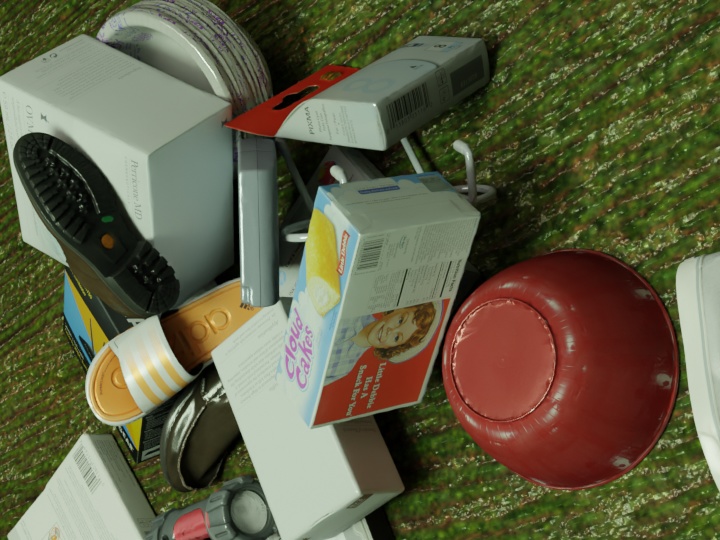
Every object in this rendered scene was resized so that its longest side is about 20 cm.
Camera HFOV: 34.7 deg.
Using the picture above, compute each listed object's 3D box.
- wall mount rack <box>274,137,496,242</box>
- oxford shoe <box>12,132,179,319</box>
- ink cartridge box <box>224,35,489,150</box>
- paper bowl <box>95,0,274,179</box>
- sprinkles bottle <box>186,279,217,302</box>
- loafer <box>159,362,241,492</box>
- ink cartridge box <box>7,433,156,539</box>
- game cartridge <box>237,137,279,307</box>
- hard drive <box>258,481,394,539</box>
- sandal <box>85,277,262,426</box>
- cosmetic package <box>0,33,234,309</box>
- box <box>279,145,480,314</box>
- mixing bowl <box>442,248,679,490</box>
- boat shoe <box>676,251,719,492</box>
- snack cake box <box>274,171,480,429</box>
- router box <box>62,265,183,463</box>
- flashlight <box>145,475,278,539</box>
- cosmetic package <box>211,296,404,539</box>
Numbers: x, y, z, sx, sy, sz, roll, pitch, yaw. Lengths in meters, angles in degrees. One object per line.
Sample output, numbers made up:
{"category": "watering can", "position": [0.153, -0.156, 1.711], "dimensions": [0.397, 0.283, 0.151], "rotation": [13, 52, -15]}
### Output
{"category": "wall mount rack", "position": [0.012, -0.085, 1.013], "dimensions": [0.174, 0.199, 0.075], "rotation": [-149, 48, -65]}
{"category": "oxford shoe", "position": [-0.256, -0.033, 1.055], "dimensions": [0.084, 0.073, 0.200], "rotation": [-21, 106, 51]}
{"category": "ink cartridge box", "position": [-0.008, -0.170, 1.049], "dimensions": [0.199, 0.160, 0.047], "rotation": [14, 128, 38]}
{"category": "paper bowl", "position": [-0.170, -0.186, 1.179], "dimensions": [0.200, 0.104, 0.201], "rotation": [24, 133, 29]}
{"category": "sprinkles bottle", "position": [-0.234, -0.016, 1.259], "dimensions": [0.200, 0.068, 0.068], "rotation": [41, 108, 36]}
{"category": "loafer", "position": [-0.139, 0.137, 1.154], "dimensions": [0.071, 0.073, 0.201], "rotation": [26, 100, 39]}
{"category": "ink cartridge box", "position": [-0.295, 0.311, 1.269], "dimensions": [0.176, 0.045, 0.200], "rotation": [-50, 56, 20]}
{"category": "game cartridge", "position": [-0.092, -0.051, 1.031], "dimensions": [0.040, 0.200, 0.134], "rotation": [-5, 101, -5]}
{"category": "hard drive", "position": [-0.030, 0.270, 1.070], "dimensions": [0.140, 0.038, 0.201], "rotation": [-36, 61, 28]}
{"category": "sandal", "position": [-0.173, 0.067, 1.093], "dimensions": [0.206, 0.059, 0.079], "rotation": [-35, 87, -9]}
{"category": "cosmetic package", "position": [-0.236, -0.093, 1.140], "dimensions": [0.199, 0.123, 0.200], "rotation": [26, 135, 24]}
{"category": "box", "position": [0.000, 0.000, 1.087], "dimensions": [0.200, 0.041, 0.156], "rotation": [47, 112, 33]}
{"category": "mixing bowl", "position": [0.140, 0.075, 0.921], "dimensions": [0.199, 0.108, 0.201], "rotation": [-7, 79, 37]}
{"category": "boat shoe", "position": [0.283, 0.080, 0.837], "dimensions": [0.068, 0.072, 0.201], "rotation": [-19, 62, 36]}
{"category": "snack cake box", "position": [0.011, 0.025, 0.929], "dimensions": [0.067, 0.115, 0.201], "rotation": [49, 137, 39]}
{"category": "router box", "position": [-0.255, 0.081, 1.227], "dimensions": [0.200, 0.051, 0.150], "rotation": [52, 145, 31]}
{"category": "flashlight", "position": [-0.150, 0.251, 1.116], "dimensions": [0.200, 0.067, 0.068], "rotation": [-33, 67, 49]}
{"category": "cosmetic package", "position": [-0.050, 0.133, 1.039], "dimensions": [0.102, 0.074, 0.201], "rotation": [-38, 63, 29]}
